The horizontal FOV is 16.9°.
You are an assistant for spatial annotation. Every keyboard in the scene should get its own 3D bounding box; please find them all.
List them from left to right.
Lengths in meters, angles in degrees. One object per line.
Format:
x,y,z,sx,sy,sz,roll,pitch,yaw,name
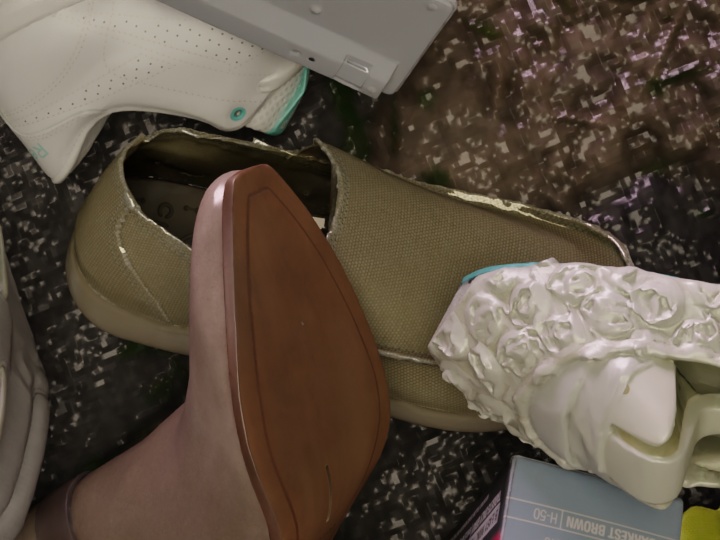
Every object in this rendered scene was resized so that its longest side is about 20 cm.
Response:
-0.069,-0.108,0.745,0.199,0.056,0.011,23,52,-10,keyboard

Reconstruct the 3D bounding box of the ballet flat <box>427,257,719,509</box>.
0.114,0.044,0.715,0.198,0.072,0.072,9,90,9,ballet flat

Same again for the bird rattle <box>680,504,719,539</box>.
0.157,0.166,0.784,0.162,0.113,0.201,14,93,-15,bird rattle

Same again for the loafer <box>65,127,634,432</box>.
0.000,0.000,0.787,0.198,0.068,0.076,7,58,2,loafer

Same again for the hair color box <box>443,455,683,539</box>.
0.045,0.170,0.739,0.060,0.099,0.201,14,62,-8,hair color box

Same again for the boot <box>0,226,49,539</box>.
-0.149,-0.003,0.799,0.073,0.096,0.201,-14,56,9,boot

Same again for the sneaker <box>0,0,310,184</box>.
-0.029,-0.091,0.806,0.199,0.075,0.089,-20,101,8,sneaker

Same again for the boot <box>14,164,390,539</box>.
-0.057,0.077,0.770,0.146,0.070,0.201,-11,94,41,boot
